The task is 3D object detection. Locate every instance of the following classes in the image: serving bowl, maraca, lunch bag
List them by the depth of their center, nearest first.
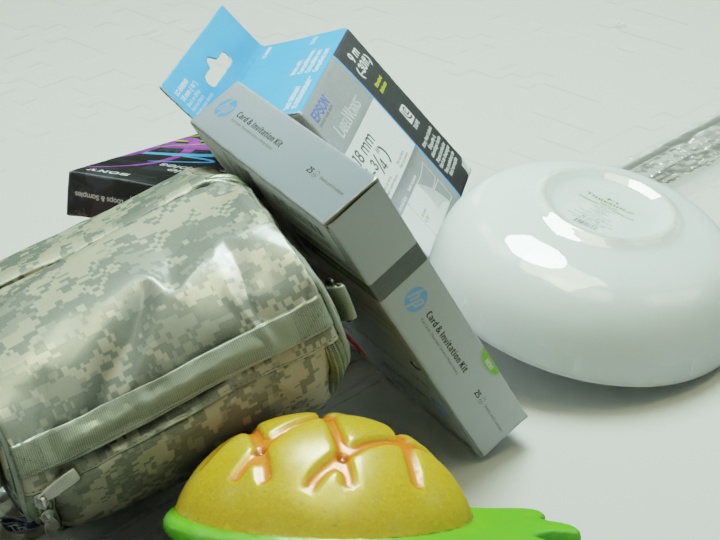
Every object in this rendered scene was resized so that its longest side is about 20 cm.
[{"bbox_3d":[0.003,0.124,0.866,0.199,0.108,0.137,3,7,18],"label":"maraca"},{"bbox_3d":[-0.113,0.046,0.939,0.199,0.140,0.168,-26,14,-12],"label":"lunch bag"},{"bbox_3d":[0.145,-0.014,1.107,0.199,0.066,0.200,7,33,-5],"label":"serving bowl"}]

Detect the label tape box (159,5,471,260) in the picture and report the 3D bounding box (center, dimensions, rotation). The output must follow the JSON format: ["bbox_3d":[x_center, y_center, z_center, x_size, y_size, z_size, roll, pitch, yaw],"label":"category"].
[{"bbox_3d":[-0.023,-0.091,1.180,0.063,0.200,0.144,-35,16,28],"label":"label tape box"}]

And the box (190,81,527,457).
[{"bbox_3d":[0.000,0.000,1.009,0.041,0.200,0.156,-40,38,-9],"label":"box"}]

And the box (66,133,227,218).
[{"bbox_3d":[-0.089,-0.060,1.244,0.142,0.036,0.200,10,18,23],"label":"box"}]
